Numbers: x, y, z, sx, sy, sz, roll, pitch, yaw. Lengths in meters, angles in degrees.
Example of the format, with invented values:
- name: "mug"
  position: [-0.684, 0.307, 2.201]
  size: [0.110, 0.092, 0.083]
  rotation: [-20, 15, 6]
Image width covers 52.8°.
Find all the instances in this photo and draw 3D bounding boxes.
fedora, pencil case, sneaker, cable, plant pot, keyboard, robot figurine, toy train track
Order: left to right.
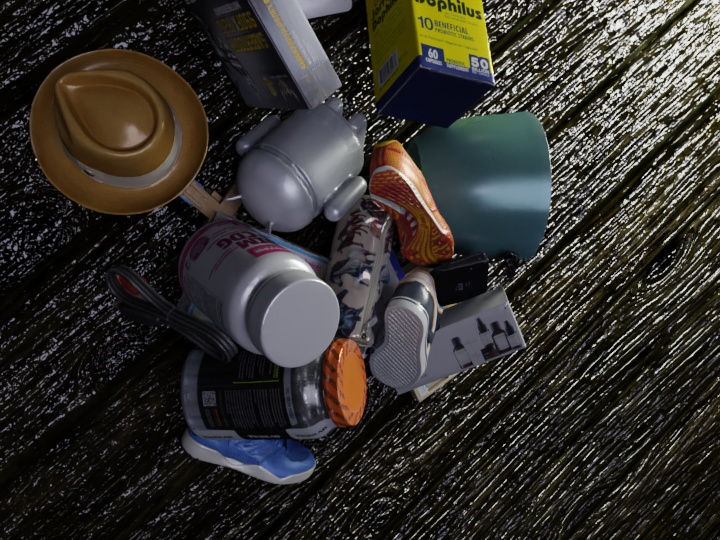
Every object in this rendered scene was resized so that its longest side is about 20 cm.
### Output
- name: "fedora"
  position: [-0.265, -0.161, 0.782]
  size: [0.197, 0.082, 0.204]
  rotation: [1, 80, -7]
- name: "cable"
  position: [-0.221, 0.040, 0.838]
  size: [0.050, 0.197, 0.098]
  rotation: [-51, 144, -40]
- name: "toy train track"
  position: [-0.207, -0.094, 0.893]
  size: [0.200, 0.032, 0.115]
  rotation: [44, 76, -35]
- name: "sneaker"
  position: [-0.132, 0.216, 0.990]
  size: [0.198, 0.077, 0.112]
  rotation: [23, 107, -23]
- name: "robot figurine"
  position: [-0.074, -0.128, 0.894]
  size: [0.200, 0.168, 0.114]
  rotation: [-48, 160, -26]
- name: "pencil case"
  position: [0.000, 0.000, 0.915]
  size: [0.077, 0.088, 0.204]
  rotation: [23, 76, -49]
- name: "sneaker"
  position: [0.064, 0.081, 0.958]
  size: [0.077, 0.201, 0.080]
  rotation: [24, 53, 8]
- name: "sneaker"
  position: [0.069, -0.076, 0.878]
  size: [0.072, 0.078, 0.201]
  rotation: [-8, 140, 20]
- name: "plant pot"
  position: [0.144, -0.112, 0.982]
  size: [0.158, 0.201, 0.204]
  rotation: [-1, 105, -8]
- name: "keyboard"
  position: [0.158, 0.009, 0.989]
  size: [0.125, 0.200, 0.021]
  rotation: [-13, 74, 5]

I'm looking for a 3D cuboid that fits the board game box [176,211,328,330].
- name: "board game box"
  position: [-0.125, 0.022, 0.947]
  size: [0.198, 0.034, 0.136]
  rotation: [23, 93, -41]

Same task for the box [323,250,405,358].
- name: "box"
  position: [-0.009, 0.057, 0.993]
  size: [0.199, 0.041, 0.120]
  rotation: [-36, 118, -19]

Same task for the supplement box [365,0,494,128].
- name: "supplement box"
  position: [0.080, -0.297, 0.892]
  size: [0.107, 0.109, 0.204]
  rotation: [4, 69, -27]

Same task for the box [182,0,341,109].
- name: "box"
  position: [-0.117, -0.260, 0.803]
  size: [0.048, 0.199, 0.160]
  rotation: [-39, 118, -15]

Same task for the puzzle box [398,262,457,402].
- name: "puzzle box"
  position: [0.100, 0.084, 1.103]
  size: [0.132, 0.025, 0.202]
  rotation: [-34, 116, -15]

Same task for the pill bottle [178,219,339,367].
- name: "pill bottle"
  position: [-0.114, 0.023, 0.801]
  size: [0.112, 0.199, 0.115]
  rotation: [-15, 117, -32]

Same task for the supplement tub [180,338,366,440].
- name: "supplement tub"
  position: [-0.100, 0.135, 0.853]
  size: [0.197, 0.123, 0.124]
  rotation: [-5, 112, 20]

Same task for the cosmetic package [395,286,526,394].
- name: "cosmetic package"
  position: [0.127, 0.102, 1.037]
  size: [0.197, 0.051, 0.083]
  rotation: [-23, 112, 12]

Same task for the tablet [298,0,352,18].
- name: "tablet"
  position: [-0.082, -0.413, 0.885]
  size: [0.128, 0.014, 0.203]
  rotation: [-18, 110, -21]
